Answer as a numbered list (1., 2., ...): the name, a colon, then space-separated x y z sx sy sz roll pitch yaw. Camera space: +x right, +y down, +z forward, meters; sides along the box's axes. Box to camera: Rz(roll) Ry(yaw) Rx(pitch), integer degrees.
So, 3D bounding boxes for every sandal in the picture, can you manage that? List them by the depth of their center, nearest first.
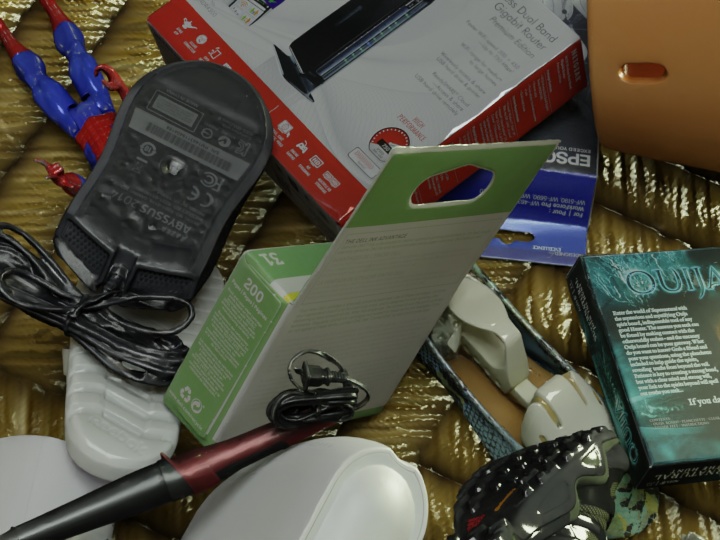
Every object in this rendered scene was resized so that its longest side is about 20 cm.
1. sandal: -0.127 0.050 1.128 0.082 0.050 0.203 21 33 -4

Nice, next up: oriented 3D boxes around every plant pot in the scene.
1. plant pot: 0.206 -0.142 1.197 0.139 0.200 0.201 -1 60 13

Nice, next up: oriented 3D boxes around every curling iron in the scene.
1. curling iron: -0.089 0.093 1.028 0.199 0.050 0.026 -25 40 -1

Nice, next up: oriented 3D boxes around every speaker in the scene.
1. speaker: -0.177 0.185 1.044 0.081 0.081 0.201 7 55 2

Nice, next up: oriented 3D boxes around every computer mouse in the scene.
1. computer mouse: -0.120 -0.032 1.133 0.138 0.053 0.200 30 57 2

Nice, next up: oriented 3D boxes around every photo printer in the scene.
1. photo printer: -0.052 0.172 1.022 0.069 0.166 0.201 38 62 -17

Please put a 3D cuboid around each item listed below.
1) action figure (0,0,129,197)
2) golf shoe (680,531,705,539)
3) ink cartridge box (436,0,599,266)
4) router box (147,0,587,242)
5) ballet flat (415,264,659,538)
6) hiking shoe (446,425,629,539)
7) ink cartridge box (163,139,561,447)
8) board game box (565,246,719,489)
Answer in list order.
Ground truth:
1. action figure: -0.170 -0.103 1.205 0.065 0.099 0.200 -36 69 1
2. golf shoe: 0.176 0.220 0.986 0.097 0.078 0.201 27 39 -23
3. ink cartridge box: 0.095 -0.100 1.248 0.099 0.039 0.201 5 62 0
4. router box: 0.002 -0.129 1.222 0.179 0.049 0.200 -38 59 -11
5. ballet flat: 0.088 0.064 1.139 0.074 0.074 0.200 -39 70 -21
6. hiking shoe: 0.089 0.152 1.027 0.200 0.075 0.101 -39 106 -54
7. ink cartridge box: 0.000 0.000 1.069 0.145 0.201 0.048 -7 45 -50
8. board game box: 0.225 0.047 1.150 0.199 0.028 0.136 -3 57 -19
